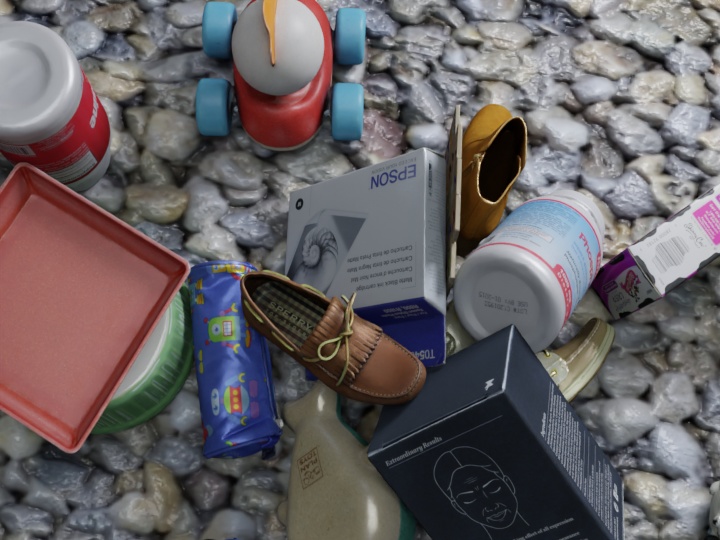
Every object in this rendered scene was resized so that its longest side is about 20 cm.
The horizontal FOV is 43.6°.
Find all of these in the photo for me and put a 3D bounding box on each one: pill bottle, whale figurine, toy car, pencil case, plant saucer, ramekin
[{"bbox_3d":[-0.313,-0.151,0.899,0.110,0.200,0.115,1,76,-2],"label":"pill bottle"},{"bbox_3d":[-0.014,0.208,0.883,0.159,0.103,0.202,-39,54,26],"label":"whale figurine"},{"bbox_3d":[-0.083,-0.238,0.930,0.180,0.200,0.181,3,76,-2],"label":"toy car"},{"bbox_3d":[-0.126,0.090,0.910,0.085,0.078,0.204,-11,76,8],"label":"pencil case"},{"bbox_3d":[-0.288,0.033,0.838,0.198,0.037,0.202,30,77,4],"label":"plant saucer"},{"bbox_3d":[-0.267,0.057,0.902,0.196,0.098,0.204,1,76,-2],"label":"ramekin"},{"bbox_3d":[0.176,-0.007,0.889,0.108,0.109,0.200,41,39,7],"label":"pill bottle"}]

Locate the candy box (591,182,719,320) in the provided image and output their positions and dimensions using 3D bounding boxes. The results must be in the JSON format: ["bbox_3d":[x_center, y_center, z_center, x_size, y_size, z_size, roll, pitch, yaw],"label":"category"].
[{"bbox_3d":[0.345,-0.035,0.931,0.198,0.137,0.061,-34,81,-9],"label":"candy box"}]

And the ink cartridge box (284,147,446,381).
[{"bbox_3d":[0.000,0.000,0.893,0.040,0.197,0.204,14,70,-44],"label":"ink cartridge box"}]

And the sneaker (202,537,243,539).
[{"bbox_3d":[-0.088,0.328,0.862,0.201,0.110,0.077,50,55,-24],"label":"sneaker"}]

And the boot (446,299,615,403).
[{"bbox_3d":[0.150,0.084,0.924,0.200,0.072,0.155,-43,85,-7],"label":"boot"}]

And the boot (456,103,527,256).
[{"bbox_3d":[0.143,-0.122,0.928,0.070,0.144,0.204,20,64,-2],"label":"boot"}]

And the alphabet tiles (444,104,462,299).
[{"bbox_3d":[0.088,-0.059,0.893,0.006,0.200,0.170,3,76,1],"label":"alphabet tiles"}]

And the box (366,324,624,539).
[{"bbox_3d":[0.126,0.180,0.818,0.147,0.107,0.201,-29,107,27],"label":"box"}]

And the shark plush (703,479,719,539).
[{"bbox_3d":[0.402,0.243,0.903,0.083,0.090,0.201,44,71,-22],"label":"shark plush"}]

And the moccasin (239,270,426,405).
[{"bbox_3d":[-0.028,0.057,0.830,0.200,0.078,0.074,34,74,24],"label":"moccasin"}]
